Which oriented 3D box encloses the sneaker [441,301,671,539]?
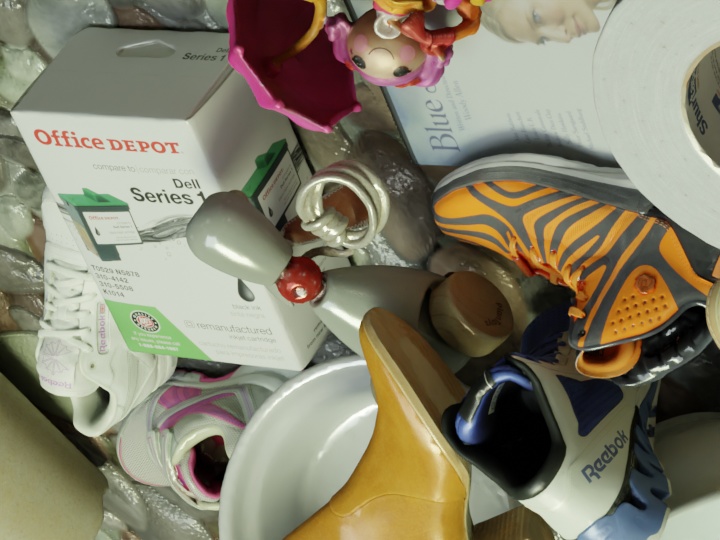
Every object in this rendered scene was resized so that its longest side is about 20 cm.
[{"bbox_3d":[0.106,0.071,1.423,0.115,0.199,0.081,35,116,-24],"label":"sneaker"}]

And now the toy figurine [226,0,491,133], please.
[{"bbox_3d":[0.002,-0.149,1.341,0.200,0.150,0.184,11,146,1],"label":"toy figurine"}]

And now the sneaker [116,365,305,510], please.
[{"bbox_3d":[-0.110,0.118,1.741,0.081,0.088,0.200,49,142,-16],"label":"sneaker"}]

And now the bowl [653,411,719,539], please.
[{"bbox_3d":[0.199,0.146,1.494,0.201,0.090,0.201,-12,145,-9],"label":"bowl"}]

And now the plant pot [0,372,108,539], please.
[{"bbox_3d":[-0.293,0.153,1.859,0.183,0.201,0.200,40,144,-23],"label":"plant pot"}]

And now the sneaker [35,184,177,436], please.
[{"bbox_3d":[-0.175,0.026,1.685,0.075,0.100,0.200,15,137,30],"label":"sneaker"}]

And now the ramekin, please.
[{"bbox_3d":[0.022,0.153,1.581,0.200,0.201,0.098,20,-177,21],"label":"ramekin"}]

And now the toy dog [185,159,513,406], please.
[{"bbox_3d":[0.000,0.000,1.482,0.132,0.096,0.200,-27,120,24],"label":"toy dog"}]

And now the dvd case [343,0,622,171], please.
[{"bbox_3d":[0.090,-0.114,1.393,0.200,0.018,0.143,4,133,36],"label":"dvd case"}]

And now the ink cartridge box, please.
[{"bbox_3d":[-0.106,-0.044,1.568,0.146,0.084,0.200,4,134,35],"label":"ink cartridge box"}]

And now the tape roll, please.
[{"bbox_3d":[0.218,-0.093,1.260,0.200,0.066,0.200,17,138,16],"label":"tape roll"}]

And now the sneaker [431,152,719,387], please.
[{"bbox_3d":[0.115,0.001,1.405,0.200,0.112,0.078,3,159,37],"label":"sneaker"}]

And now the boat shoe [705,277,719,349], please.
[{"bbox_3d":[0.240,0.056,1.378,0.065,0.071,0.200,8,157,49],"label":"boat shoe"}]

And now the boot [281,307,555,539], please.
[{"bbox_3d":[0.007,0.128,1.461,0.144,0.071,0.201,-26,111,21],"label":"boot"}]
